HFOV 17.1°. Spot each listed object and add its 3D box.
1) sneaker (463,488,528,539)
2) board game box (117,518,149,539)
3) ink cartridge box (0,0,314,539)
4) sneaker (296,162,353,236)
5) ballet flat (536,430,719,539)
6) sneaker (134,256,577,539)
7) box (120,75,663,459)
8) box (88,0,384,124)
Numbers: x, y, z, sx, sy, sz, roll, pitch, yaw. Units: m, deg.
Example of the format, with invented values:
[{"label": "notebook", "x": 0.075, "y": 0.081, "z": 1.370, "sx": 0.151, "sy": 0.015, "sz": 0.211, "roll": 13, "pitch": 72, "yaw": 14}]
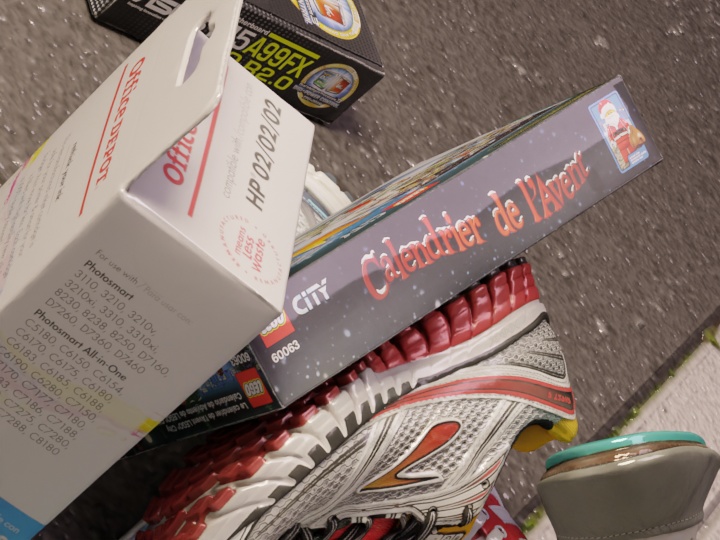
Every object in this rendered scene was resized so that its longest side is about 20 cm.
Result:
[{"label": "sneaker", "x": 0.043, "y": 0.122, "z": 0.913, "sx": 0.200, "sy": 0.071, "sz": 0.112, "roll": 48, "pitch": -2, "yaw": -12}, {"label": "board game box", "x": -0.027, "y": 0.176, "z": 0.833, "sx": 0.200, "sy": 0.026, "sz": 0.200, "roll": 51, "pitch": 27, "yaw": 0}, {"label": "ink cartridge box", "x": -0.081, "y": -0.003, "z": 0.784, "sx": 0.068, "sy": 0.200, "sz": 0.115, "roll": 38, "pitch": 30, "yaw": -20}, {"label": "sneaker", "x": -0.019, "y": 0.026, "z": 0.981, "sx": 0.200, "sy": 0.078, "sz": 0.087, "roll": 41, "pitch": 32, "yaw": -16}, {"label": "ballet flat", "x": 0.104, "y": 0.095, "z": 0.894, "sx": 0.200, "sy": 0.067, "sz": 0.064, "roll": 45, "pitch": 34, "yaw": -82}, {"label": "sneaker", "x": 0.006, "y": 0.070, "z": 0.849, "sx": 0.199, "sy": 0.078, "sz": 0.083, "roll": -31, "pitch": 95, "yaw": -32}, {"label": "box", "x": 0.000, "y": 0.000, "z": 0.886, "sx": 0.199, "sy": 0.136, "sz": 0.038, "roll": -32, "pitch": 97, "yaw": -34}, {"label": "box", "x": -0.081, "y": -0.182, "z": 1.183, "sx": 0.160, "sy": 0.044, "sz": 0.201, "roll": 22, "pitch": 38, "yaw": -42}]
